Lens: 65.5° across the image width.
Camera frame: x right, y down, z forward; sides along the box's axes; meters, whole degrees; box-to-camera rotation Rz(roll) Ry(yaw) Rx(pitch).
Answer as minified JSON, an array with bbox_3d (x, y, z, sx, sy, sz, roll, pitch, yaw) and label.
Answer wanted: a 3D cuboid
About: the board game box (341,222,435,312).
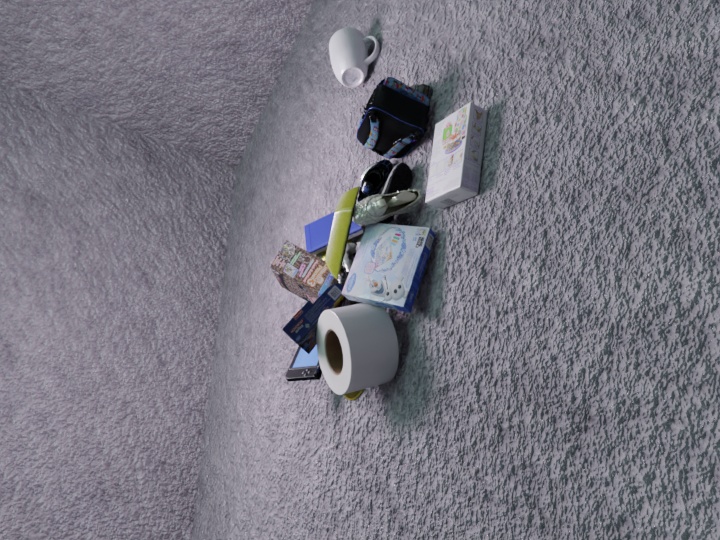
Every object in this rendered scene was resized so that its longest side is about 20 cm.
[{"bbox_3d":[0.068,-0.013,1.373,0.194,0.043,0.206,9,71,39],"label":"board game box"}]

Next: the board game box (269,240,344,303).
[{"bbox_3d":[-0.157,0.023,1.706,0.099,0.195,0.161,-58,-18,-17],"label":"board game box"}]

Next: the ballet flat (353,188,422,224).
[{"bbox_3d":[0.071,-0.171,1.419,0.072,0.193,0.074,163,89,-74],"label":"ballet flat"}]

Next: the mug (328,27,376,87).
[{"bbox_3d":[-0.017,-0.776,2.037,0.195,0.147,0.181,-23,55,22],"label":"mug"}]

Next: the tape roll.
[{"bbox_3d":[-0.010,0.189,1.385,0.201,0.135,0.211,27,120,58],"label":"tape roll"}]

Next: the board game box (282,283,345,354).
[{"bbox_3d":[-0.125,0.141,1.521,0.200,0.061,0.201,-47,-12,-23],"label":"board game box"}]

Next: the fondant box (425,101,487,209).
[{"bbox_3d":[0.222,-0.263,1.300,0.143,0.056,0.208,-16,63,63],"label":"fondant box"}]

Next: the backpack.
[{"bbox_3d":[0.084,-0.408,1.557,0.200,0.177,0.139,137,151,-67],"label":"backpack"}]

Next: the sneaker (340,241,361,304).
[{"bbox_3d":[-0.027,0.007,1.646,0.075,0.076,0.206,100,172,-56],"label":"sneaker"}]

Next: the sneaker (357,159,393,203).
[{"bbox_3d":[0.052,-0.267,1.585,0.079,0.068,0.203,112,-175,-49],"label":"sneaker"}]

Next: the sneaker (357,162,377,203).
[{"bbox_3d":[0.030,-0.229,1.706,0.087,0.073,0.205,38,111,39],"label":"sneaker"}]

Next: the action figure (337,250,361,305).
[{"bbox_3d":[0.000,0.000,1.517,0.121,0.099,0.203,-61,31,33],"label":"action figure"}]

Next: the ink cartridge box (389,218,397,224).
[{"bbox_3d":[0.068,-0.030,1.541,0.163,0.048,0.206,-115,30,-55],"label":"ink cartridge box"}]

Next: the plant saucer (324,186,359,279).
[{"bbox_3d":[-0.053,-0.111,1.521,0.201,0.046,0.206,-79,2,-65],"label":"plant saucer"}]

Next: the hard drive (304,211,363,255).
[{"bbox_3d":[-0.088,-0.134,1.801,0.194,0.026,0.135,-23,45,12],"label":"hard drive"}]

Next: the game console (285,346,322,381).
[{"bbox_3d":[-0.139,0.214,1.665,0.164,0.122,0.202,-8,30,20],"label":"game console"}]

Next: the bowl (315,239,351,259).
[{"bbox_3d":[-0.115,-0.032,1.846,0.200,0.104,0.207,-42,41,50],"label":"bowl"}]

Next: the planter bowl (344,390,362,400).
[{"bbox_3d":[-0.046,0.251,1.566,0.200,0.081,0.207,-43,40,51],"label":"planter bowl"}]

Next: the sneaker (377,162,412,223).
[{"bbox_3d":[0.069,-0.208,1.520,0.081,0.072,0.204,0,54,52],"label":"sneaker"}]

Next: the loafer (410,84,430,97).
[{"bbox_3d":[0.130,-0.490,1.621,0.198,0.061,0.075,-7,70,64],"label":"loafer"}]
